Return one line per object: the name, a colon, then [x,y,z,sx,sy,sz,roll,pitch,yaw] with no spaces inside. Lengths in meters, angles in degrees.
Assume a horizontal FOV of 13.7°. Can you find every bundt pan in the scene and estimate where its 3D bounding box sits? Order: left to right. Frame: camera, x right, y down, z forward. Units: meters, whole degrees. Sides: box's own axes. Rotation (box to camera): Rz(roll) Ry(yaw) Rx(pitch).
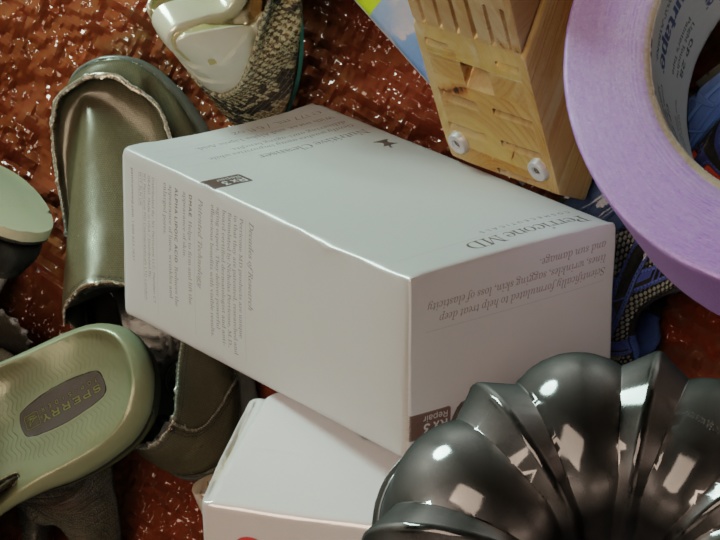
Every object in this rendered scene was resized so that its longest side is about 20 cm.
bundt pan: [0.091,0.116,1.079,0.201,0.076,0.202,-1,68,2]

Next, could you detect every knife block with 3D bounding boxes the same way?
knife block: [0.095,-0.155,1.215,0.064,0.175,0.200,23,142,42]

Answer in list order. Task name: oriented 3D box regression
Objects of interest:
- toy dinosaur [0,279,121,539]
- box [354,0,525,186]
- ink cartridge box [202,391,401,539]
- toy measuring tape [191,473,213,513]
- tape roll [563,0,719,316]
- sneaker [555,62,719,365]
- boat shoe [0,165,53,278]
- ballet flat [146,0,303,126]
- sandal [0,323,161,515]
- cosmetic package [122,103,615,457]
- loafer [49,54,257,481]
toy dinosaur: [-0.161,0.082,1.375,0.200,0.077,0.102,50,115,22]
box: [0.053,-0.146,1.293,0.122,0.048,0.200,-47,71,18]
ink cartridge box: [0.016,0.161,1.221,0.146,0.084,0.201,6,121,14]
toy measuring tape: [0.012,0.111,1.289,0.199,0.074,0.074,-6,86,23]
tape roll: [0.181,-0.076,1.135,0.199,0.066,0.201,-6,70,18]
sneaker: [0.153,-0.033,1.236,0.200,0.075,0.079,-41,80,28]
boat shoe: [-0.215,-0.034,1.394,0.201,0.074,0.063,26,102,40]
ballet flat: [-0.054,-0.135,1.286,0.068,0.075,0.200,43,135,28]
sandal: [-0.180,0.082,1.307,0.201,0.057,0.080,-34,69,15]
cosmetic package: [0.000,0.000,1.235,0.200,0.113,0.081,22,119,46]
loafer: [-0.097,-0.003,1.349,0.075,0.070,0.201,-21,79,24]
